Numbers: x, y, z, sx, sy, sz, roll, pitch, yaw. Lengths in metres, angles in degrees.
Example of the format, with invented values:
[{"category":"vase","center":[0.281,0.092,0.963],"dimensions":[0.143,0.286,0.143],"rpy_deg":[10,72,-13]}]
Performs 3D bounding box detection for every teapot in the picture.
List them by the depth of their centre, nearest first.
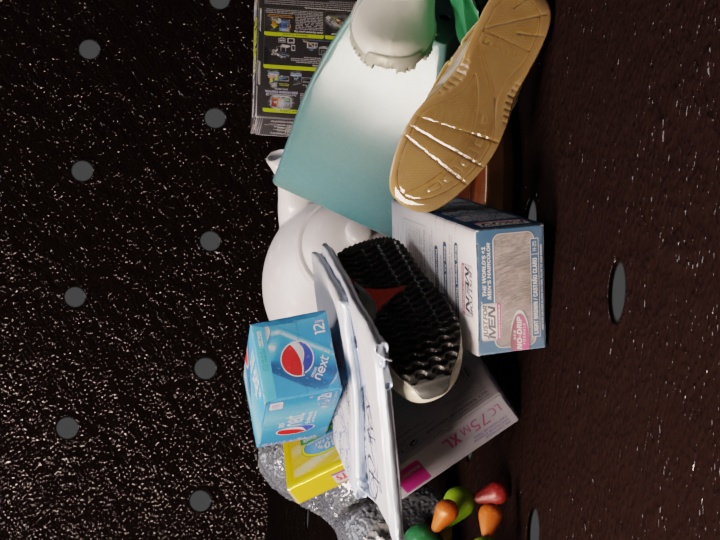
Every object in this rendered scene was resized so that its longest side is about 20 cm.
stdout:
[{"category":"teapot","center":[0.000,0.000,1.891],"dimensions":[0.146,0.200,0.198],"rpy_deg":[97,178,-61]}]

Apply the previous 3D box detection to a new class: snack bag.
[{"category":"snack bag","center":[-0.002,0.100,1.562],"dimensions":[0.200,0.021,0.189],"rpy_deg":[-121,23,-62]}]

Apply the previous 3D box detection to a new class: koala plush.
[{"category":"koala plush","center":[0.017,0.219,1.825],"dimensions":[0.177,0.184,0.200],"rpy_deg":[84,166,-68]}]

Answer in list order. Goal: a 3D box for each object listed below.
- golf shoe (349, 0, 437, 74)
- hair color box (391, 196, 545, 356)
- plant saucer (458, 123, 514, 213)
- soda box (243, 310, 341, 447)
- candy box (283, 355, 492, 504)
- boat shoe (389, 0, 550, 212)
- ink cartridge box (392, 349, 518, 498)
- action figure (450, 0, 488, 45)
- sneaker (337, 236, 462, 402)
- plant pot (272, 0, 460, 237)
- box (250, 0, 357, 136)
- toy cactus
[{"category":"golf shoe","center":[0.035,-0.260,1.700],"dimensions":[0.097,0.078,0.200],"rpy_deg":[93,-174,-51]},{"category":"hair color box","center":[0.085,0.000,1.590],"dimensions":[0.200,0.060,0.100],"rpy_deg":[-152,59,-70]},{"category":"plant saucer","center":[0.104,-0.064,1.733],"dimensions":[0.200,0.032,0.201],"rpy_deg":[-177,90,-83]},{"category":"soda box","center":[-0.059,0.093,1.631],"dimensions":[0.200,0.064,0.068],"rpy_deg":[110,149,-74]},{"category":"candy box","center":[0.023,0.124,1.723],"dimensions":[0.026,0.200,0.102],"rpy_deg":[54,-165,-35]},{"category":"boat shoe","center":[0.092,-0.136,1.592],"dimensions":[0.200,0.074,0.069],"rpy_deg":[-57,-3,6]},{"category":"ink cartridge box","center":[0.048,0.096,1.673],"dimensions":[0.042,0.119,0.200],"rpy_deg":[53,-175,-34]},{"category":"action figure","center":[0.088,-0.245,1.622],"dimensions":[0.200,0.055,0.118],"rpy_deg":[70,176,-56]},{"category":"sneaker","center":[0.036,0.058,1.573],"dimensions":[0.200,0.070,0.094],"rpy_deg":[-120,16,-53]},{"category":"plant pot","center":[0.029,-0.163,1.822],"dimensions":[0.141,0.141,0.200],"rpy_deg":[-55,-13,-50]},{"category":"box","center":[-0.009,-0.211,1.996],"dimensions":[0.044,0.200,0.160],"rpy_deg":[113,159,-68]},{"category":"toy cactus","center":[0.048,0.260,1.580],"dimensions":[0.102,0.165,0.200],"rpy_deg":[66,-155,-60]}]
